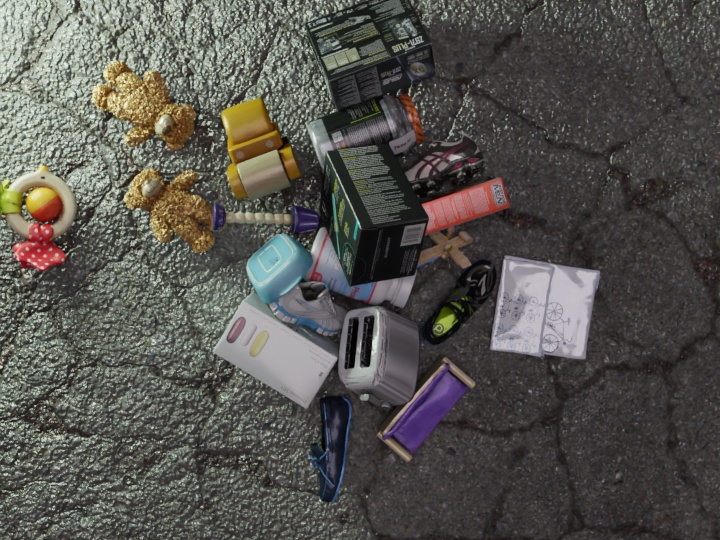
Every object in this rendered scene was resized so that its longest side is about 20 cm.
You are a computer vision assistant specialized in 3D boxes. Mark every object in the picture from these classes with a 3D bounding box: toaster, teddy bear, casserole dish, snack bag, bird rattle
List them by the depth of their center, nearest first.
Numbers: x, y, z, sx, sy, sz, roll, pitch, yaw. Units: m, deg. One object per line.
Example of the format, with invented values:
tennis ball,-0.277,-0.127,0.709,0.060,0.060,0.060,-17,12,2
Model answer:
casserole dish,-0.155,-0.011,1.498,0.121,0.200,0.039,-42,116,-1
toaster,0.036,0.148,1.515,0.113,0.129,0.201,-7,66,35
bird rattle,-0.611,-0.104,1.537,0.163,0.113,0.200,-43,95,-16
teddy bear,-0.410,-0.307,1.539,0.145,0.067,0.200,-40,93,2
teddy bear,-0.349,-0.119,1.556,0.145,0.067,0.200,-39,93,-3
snack bag,0.362,0.078,1.603,0.199,0.021,0.189,9,91,-2

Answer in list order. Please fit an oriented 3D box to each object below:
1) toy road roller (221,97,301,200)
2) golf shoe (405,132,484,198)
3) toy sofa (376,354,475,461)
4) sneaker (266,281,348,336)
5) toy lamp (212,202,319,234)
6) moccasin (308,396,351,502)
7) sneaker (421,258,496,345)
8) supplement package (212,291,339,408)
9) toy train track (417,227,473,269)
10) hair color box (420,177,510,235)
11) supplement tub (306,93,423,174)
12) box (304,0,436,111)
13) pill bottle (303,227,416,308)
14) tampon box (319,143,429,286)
toy road roller,-0.192,-0.226,1.493,0.122,0.200,0.146,-21,114,0
golf shoe,0.137,-0.196,1.574,0.199,0.077,0.088,-18,73,-4
toy sofa,0.125,0.263,1.565,0.083,0.098,0.200,41,90,-3
sneaker,-0.076,0.063,1.512,0.087,0.200,0.075,-43,57,22
toy lamp,-0.179,-0.098,1.553,0.199,0.058,0.058,3,92,-15
moccasin,-0.066,0.342,1.577,0.068,0.080,0.201,10,78,-16
sneaker,0.195,0.066,1.567,0.071,0.083,0.200,40,90,-3
supplement package,-0.152,0.144,1.522,0.200,0.156,0.111,31,94,-3
toy train track,0.137,-0.039,1.535,0.200,0.033,0.115,-24,56,-33
hair color box,0.169,-0.118,1.546,0.199,0.102,0.061,-18,98,-5
supplement tub,0.010,-0.252,1.534,0.199,0.123,0.123,-20,92,0
box,0.018,-0.409,1.511,0.199,0.086,0.164,-21,58,-1
pill bottle,0.000,0.000,1.548,0.199,0.109,0.109,20,91,-1
tampon box,0.018,-0.101,1.455,0.126,0.150,0.200,-9,50,-18
